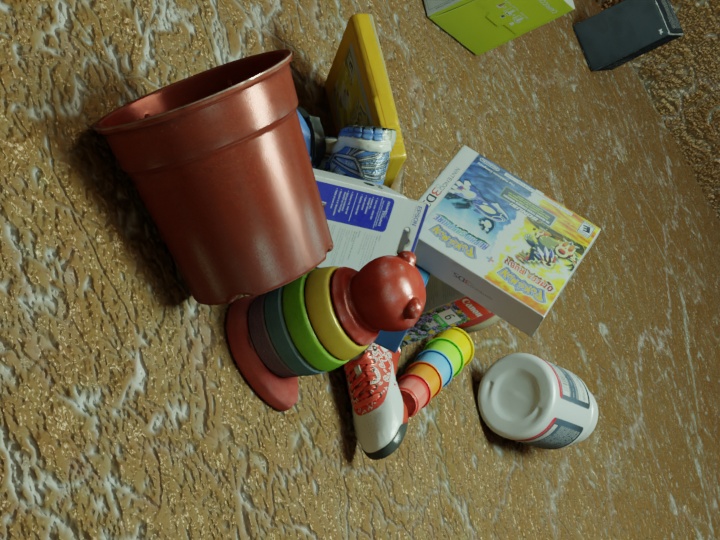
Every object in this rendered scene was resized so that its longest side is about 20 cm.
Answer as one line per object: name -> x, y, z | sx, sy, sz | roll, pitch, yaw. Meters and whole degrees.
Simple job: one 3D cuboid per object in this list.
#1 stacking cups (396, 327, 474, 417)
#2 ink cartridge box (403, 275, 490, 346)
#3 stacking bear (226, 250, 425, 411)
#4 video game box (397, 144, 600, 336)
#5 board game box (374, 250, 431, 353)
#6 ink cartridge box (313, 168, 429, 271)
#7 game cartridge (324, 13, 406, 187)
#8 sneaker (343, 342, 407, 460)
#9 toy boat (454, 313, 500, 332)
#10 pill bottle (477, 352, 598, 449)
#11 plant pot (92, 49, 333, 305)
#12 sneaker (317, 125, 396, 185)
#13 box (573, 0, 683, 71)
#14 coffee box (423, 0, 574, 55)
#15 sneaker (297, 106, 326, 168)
stacking cups -> 0.088, 0.133, 1.715 | 0.061, 0.060, 0.200 | 64, 27, -9
ink cartridge box -> 0.119, 0.011, 1.703 | 0.050, 0.200, 0.109 | 44, 34, -40
stacking bear -> -0.024, 0.045, 1.383 | 0.114, 0.200, 0.122 | 40, 36, -45
video game box -> 0.159, -0.039, 1.607 | 0.200, 0.047, 0.182 | 32, 50, 8
board game box -> 0.000, 0.000, 1.554 | 0.152, 0.045, 0.200 | 26, 28, 2
ink cartridge box -> -0.034, -0.053, 1.460 | 0.199, 0.100, 0.039 | 13, 15, -21
game cartridge -> 0.003, -0.189, 1.710 | 0.176, 0.032, 0.201 | 119, -37, -63
sneaker -> -0.001, 0.110, 1.543 | 0.108, 0.067, 0.202 | 47, 30, -34
toy boat -> 0.131, -0.020, 1.828 | 0.131, 0.130, 0.201 | 43, 33, -53
pill bottle -> 0.259, 0.191, 1.938 | 0.200, 0.119, 0.120 | 25, 48, -57
plant pot -> -0.127, -0.084, 1.317 | 0.201, 0.200, 0.196 | -53, 126, -62
sneaker -> -0.018, -0.114, 1.612 | 0.200, 0.077, 0.086 | 162, -67, -74
box -> 0.631, -0.564, 3.220 | 0.124, 0.200, 0.197 | 66, 24, -1
coffee box -> 0.223, -0.521, 2.352 | 0.200, 0.200, 0.198 | 22, 51, -57
sneaker -> -0.079, -0.114, 1.550 | 0.111, 0.077, 0.200 | 21, 45, -46
